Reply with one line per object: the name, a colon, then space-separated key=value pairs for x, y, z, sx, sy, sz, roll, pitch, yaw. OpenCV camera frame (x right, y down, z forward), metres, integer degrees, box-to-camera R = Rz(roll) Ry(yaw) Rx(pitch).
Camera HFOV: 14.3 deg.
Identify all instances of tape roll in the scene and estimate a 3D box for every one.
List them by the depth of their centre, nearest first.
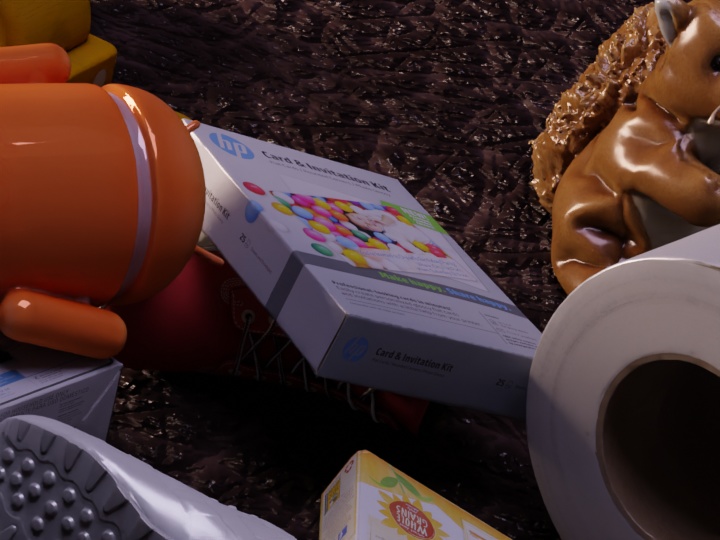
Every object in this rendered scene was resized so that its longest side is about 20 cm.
tape roll: x=0.201 y=0.075 z=1.437 sx=0.202 sy=0.203 sz=0.139 roll=33 pitch=35 yaw=31

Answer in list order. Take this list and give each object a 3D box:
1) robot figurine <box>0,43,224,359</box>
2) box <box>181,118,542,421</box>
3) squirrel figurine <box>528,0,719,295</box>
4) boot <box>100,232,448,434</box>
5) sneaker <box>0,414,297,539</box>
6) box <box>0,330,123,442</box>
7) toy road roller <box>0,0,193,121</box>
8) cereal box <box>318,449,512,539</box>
robot figurine: x=-0.163 y=-0.035 z=1.433 sx=0.199 sy=0.117 sz=0.144 roll=-3 pitch=30 yaw=-30
box: x=0.000 y=0.000 z=1.511 sx=0.156 sy=0.041 sz=0.200 roll=15 pitch=22 yaw=-37
squirrel figurine: x=0.183 y=-0.092 z=1.737 sx=0.141 sy=0.187 sz=0.200 roll=-2 pitch=32 yaw=-26
boot: x=-0.041 y=0.042 z=1.525 sx=0.200 sy=0.073 sz=0.144 roll=-6 pitch=36 yaw=-39
sneaker: x=-0.091 y=0.131 z=1.351 sx=0.200 sy=0.077 sz=0.080 roll=33 pitch=26 yaw=17
box: x=-0.232 y=0.039 z=1.450 sx=0.200 sy=0.060 sz=0.116 roll=33 pitch=33 yaw=31
toy road roller: x=-0.186 y=-0.109 z=1.644 sx=0.200 sy=0.146 sz=0.123 roll=25 pitch=31 yaw=19
cereal box: x=0.045 y=0.179 z=1.300 sx=0.144 sy=0.040 sz=0.200 roll=33 pitch=25 yaw=-15
